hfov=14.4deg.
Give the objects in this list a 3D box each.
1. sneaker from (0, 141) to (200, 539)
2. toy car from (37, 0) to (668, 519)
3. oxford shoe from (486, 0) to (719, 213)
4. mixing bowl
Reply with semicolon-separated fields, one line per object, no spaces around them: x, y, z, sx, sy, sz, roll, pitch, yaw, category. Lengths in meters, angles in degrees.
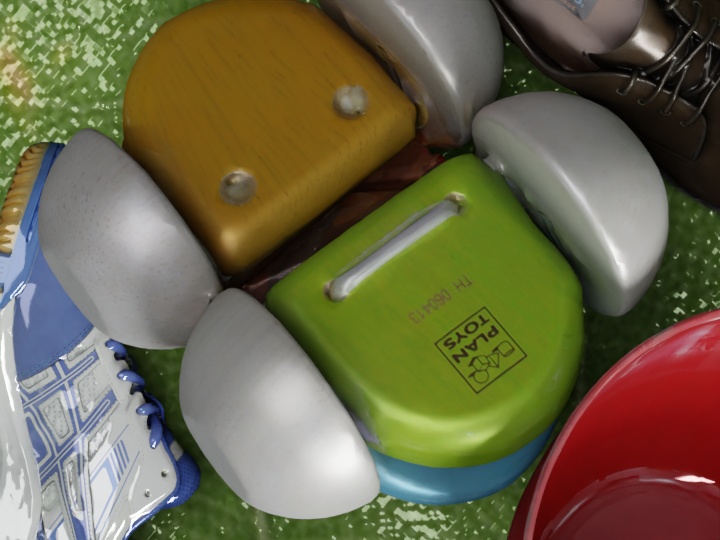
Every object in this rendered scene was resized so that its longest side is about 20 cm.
-0.101;0.053;1.065;0.087;0.075;0.201;5;102;2;sneaker
0.000;0.000;0.984;0.175;0.150;0.200;-36;61;-14;toy car
0.113;-0.065;0.990;0.199;0.084;0.073;31;99;8;oxford shoe
0.122;0.118;0.967;0.199;0.108;0.202;4;79;-22;mixing bowl
